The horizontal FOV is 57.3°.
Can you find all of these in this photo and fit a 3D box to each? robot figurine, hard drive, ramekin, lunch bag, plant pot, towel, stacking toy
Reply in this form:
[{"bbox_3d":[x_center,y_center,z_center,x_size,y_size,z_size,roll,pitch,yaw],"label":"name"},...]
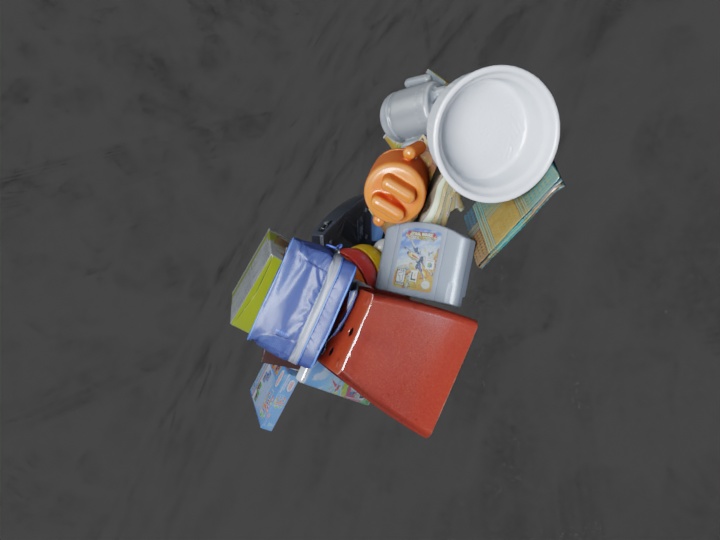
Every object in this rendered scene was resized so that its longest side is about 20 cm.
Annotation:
[{"bbox_3d":[0.123,-0.345,1.441,0.198,0.112,0.172,-6,74,41],"label":"robot figurine"},{"bbox_3d":[-0.037,-0.069,1.363,0.200,0.042,0.136,-46,-37,-47],"label":"hard drive"},{"bbox_3d":[0.198,-0.215,1.025,0.202,0.199,0.098,-59,16,12],"label":"ramekin"},{"bbox_3d":[-0.080,0.045,1.043,0.202,0.131,0.136,-65,6,1],"label":"lunch bag"},{"bbox_3d":[0.040,0.126,1.087,0.202,0.175,0.200,-66,23,-4],"label":"plant pot"},{"bbox_3d":[0.248,-0.114,1.088,0.200,0.022,0.148,-51,26,32],"label":"towel"},{"bbox_3d":[0.070,-0.161,1.221,0.200,0.115,0.146,-71,-26,-65],"label":"robot figurine"},{"bbox_3d":[0.000,0.000,1.274,0.199,0.147,0.146,-33,4,-33],"label":"stacking toy"}]

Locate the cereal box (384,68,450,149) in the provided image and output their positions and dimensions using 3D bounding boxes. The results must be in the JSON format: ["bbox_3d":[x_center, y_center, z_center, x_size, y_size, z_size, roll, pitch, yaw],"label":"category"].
[{"bbox_3d":[0.139,-0.371,1.572,0.201,0.039,0.144,-56,25,18],"label":"cereal box"}]

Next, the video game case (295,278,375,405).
[{"bbox_3d":[-0.007,0.129,1.187,0.022,0.181,0.202,21,85,48],"label":"video game case"}]

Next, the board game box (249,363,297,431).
[{"bbox_3d":[-0.222,0.290,1.672,0.153,0.036,0.200,-62,22,7],"label":"board game box"}]

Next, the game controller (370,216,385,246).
[{"bbox_3d":[0.039,-0.095,1.498,0.105,0.042,0.200,-67,22,-7],"label":"game controller"}]

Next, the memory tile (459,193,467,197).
[{"bbox_3d":[0.217,-0.232,1.149,0.153,0.017,0.202,-38,-33,-70],"label":"memory tile"}]

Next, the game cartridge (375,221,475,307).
[{"bbox_3d":[0.110,-0.017,1.165,0.199,0.041,0.135,10,92,48],"label":"game cartridge"}]

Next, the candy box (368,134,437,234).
[{"bbox_3d":[0.112,-0.157,1.335,0.201,0.055,0.116,-52,50,26],"label":"candy box"}]

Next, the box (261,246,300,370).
[{"bbox_3d":[-0.109,0.088,1.409,0.165,0.164,0.201,-91,18,-48],"label":"box"}]

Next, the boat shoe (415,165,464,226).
[{"bbox_3d":[0.160,-0.132,1.228,0.072,0.075,0.202,-84,14,-74],"label":"boat shoe"}]

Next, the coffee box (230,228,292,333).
[{"bbox_3d":[-0.185,0.055,1.615,0.201,0.198,0.198,-57,19,13],"label":"coffee box"}]
